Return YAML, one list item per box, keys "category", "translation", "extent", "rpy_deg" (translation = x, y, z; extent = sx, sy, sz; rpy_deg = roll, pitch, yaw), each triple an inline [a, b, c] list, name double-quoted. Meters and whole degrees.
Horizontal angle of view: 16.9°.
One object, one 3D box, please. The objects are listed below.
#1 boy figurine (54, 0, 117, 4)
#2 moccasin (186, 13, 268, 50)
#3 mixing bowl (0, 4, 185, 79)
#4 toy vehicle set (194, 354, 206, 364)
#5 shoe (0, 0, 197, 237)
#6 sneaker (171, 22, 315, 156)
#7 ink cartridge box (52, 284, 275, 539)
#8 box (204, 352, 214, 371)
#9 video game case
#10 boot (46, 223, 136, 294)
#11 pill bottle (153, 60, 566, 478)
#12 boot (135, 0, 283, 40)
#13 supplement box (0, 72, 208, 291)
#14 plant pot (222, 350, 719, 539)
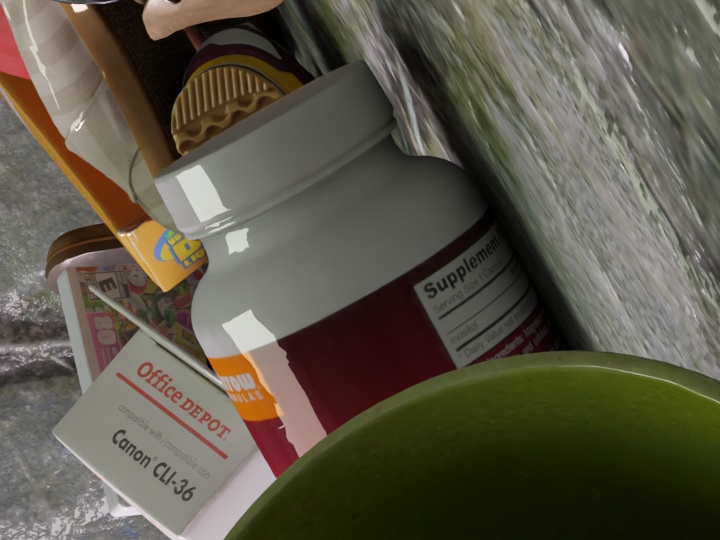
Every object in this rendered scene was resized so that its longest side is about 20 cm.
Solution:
- category: "boy figurine"
  translation: [-0.118, -0.200, 0.918]
  extent: [0.124, 0.064, 0.200]
  rpy_deg: [-57, -35, -45]
- category: "moccasin"
  translation: [-0.071, -0.103, 1.299]
  extent: [0.201, 0.074, 0.078]
  rpy_deg: [133, 117, -76]
- category: "mixing bowl"
  translation: [-0.161, -0.173, 1.193]
  extent: [0.200, 0.108, 0.200]
  rpy_deg: [169, 90, -78]
- category: "toy vehicle set"
  translation: [-0.032, 0.095, 1.250]
  extent: [0.124, 0.027, 0.200]
  rpy_deg: [45, 168, -9]
- category: "shoe"
  translation: [-0.113, -0.093, 1.075]
  extent: [0.070, 0.053, 0.200]
  rpy_deg: [-73, -34, -46]
- category: "sneaker"
  translation: [-0.008, -0.025, 1.099]
  extent: [0.200, 0.075, 0.090]
  rpy_deg: [58, -160, -20]
- category: "ink cartridge box"
  translation: [-0.059, 0.100, 1.097]
  extent: [0.116, 0.068, 0.200]
  rpy_deg: [30, 166, 48]
- category: "box"
  translation: [0.016, 0.093, 1.067]
  extent: [0.200, 0.032, 0.121]
  rpy_deg: [39, 172, 3]
- category: "video game case"
  translation: [-0.065, 0.061, 1.380]
  extent: [0.018, 0.200, 0.143]
  rpy_deg: [-40, 59, 52]
- category: "boot"
  translation: [-0.111, -0.028, 1.459]
  extent: [0.074, 0.200, 0.076]
  rpy_deg: [-43, 65, 45]
- category: "pill bottle"
  translation: [0.012, 0.034, 0.853]
  extent: [0.200, 0.113, 0.113]
  rpy_deg: [61, 176, -8]
- category: "boot"
  translation: [-0.051, -0.116, 0.861]
  extent: [0.074, 0.075, 0.200]
  rpy_deg: [61, 175, 1]
- category: "supplement box"
  translation: [-0.139, -0.080, 1.294]
  extent: [0.200, 0.067, 0.069]
  rpy_deg: [49, 171, 37]
- category: "plant pot"
  translation: [0.075, 0.144, 0.587]
  extent: [0.200, 0.187, 0.187]
  rpy_deg: [42, -168, -50]
